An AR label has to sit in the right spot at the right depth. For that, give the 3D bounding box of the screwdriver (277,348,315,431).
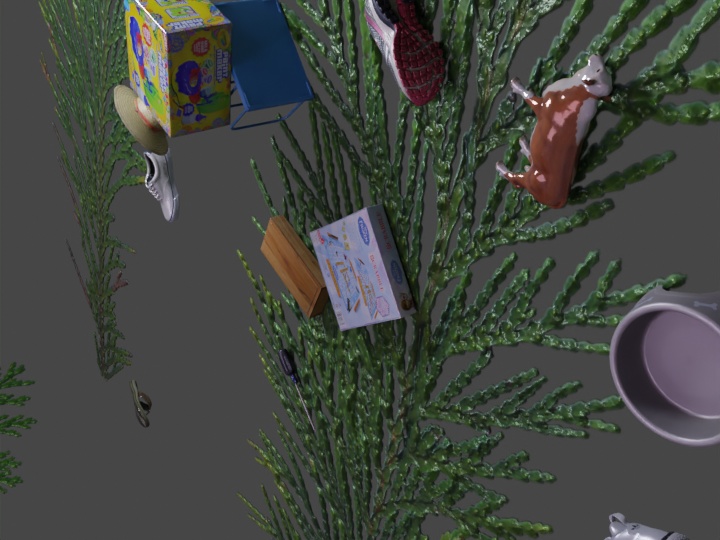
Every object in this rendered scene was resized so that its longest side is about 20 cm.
[{"bbox_3d":[-0.136,0.268,1.685,0.028,0.029,0.201,-37,78,53],"label":"screwdriver"}]

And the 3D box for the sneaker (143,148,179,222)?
[{"bbox_3d":[-0.520,-0.221,1.940,0.073,0.071,0.201,13,115,51],"label":"sneaker"}]

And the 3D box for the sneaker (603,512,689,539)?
[{"bbox_3d":[0.381,0.429,1.017,0.115,0.075,0.201,17,113,50],"label":"sneaker"}]

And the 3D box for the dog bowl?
[{"bbox_3d":[0.385,0.115,0.883,0.200,0.059,0.201,27,127,44],"label":"dog bowl"}]

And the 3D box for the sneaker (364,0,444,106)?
[{"bbox_3d":[0.063,-0.334,1.108,0.075,0.080,0.201,132,123,-67],"label":"sneaker"}]

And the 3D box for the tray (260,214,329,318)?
[{"bbox_3d":[-0.134,-0.009,1.546,0.200,0.037,0.099,52,140,25],"label":"tray"}]

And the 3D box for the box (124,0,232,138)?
[{"bbox_3d":[-0.324,-0.380,1.333,0.193,0.122,0.200,48,144,34],"label":"box"}]

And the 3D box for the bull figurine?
[{"bbox_3d":[0.241,-0.178,0.941,0.121,0.065,0.201,40,132,42],"label":"bull figurine"}]

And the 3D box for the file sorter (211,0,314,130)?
[{"bbox_3d":[-0.201,-0.377,1.388,0.123,0.138,0.201,-26,83,58],"label":"file sorter"}]

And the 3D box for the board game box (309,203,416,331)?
[{"bbox_3d":[0.000,0.000,1.363,0.199,0.041,0.201,-17,91,55],"label":"board game box"}]

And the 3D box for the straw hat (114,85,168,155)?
[{"bbox_3d":[-0.502,-0.387,1.819,0.085,0.201,0.202,-30,78,14],"label":"straw hat"}]

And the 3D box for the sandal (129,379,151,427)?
[{"bbox_3d":[-0.746,0.446,2.562,0.201,0.057,0.080,-122,29,-43],"label":"sandal"}]
